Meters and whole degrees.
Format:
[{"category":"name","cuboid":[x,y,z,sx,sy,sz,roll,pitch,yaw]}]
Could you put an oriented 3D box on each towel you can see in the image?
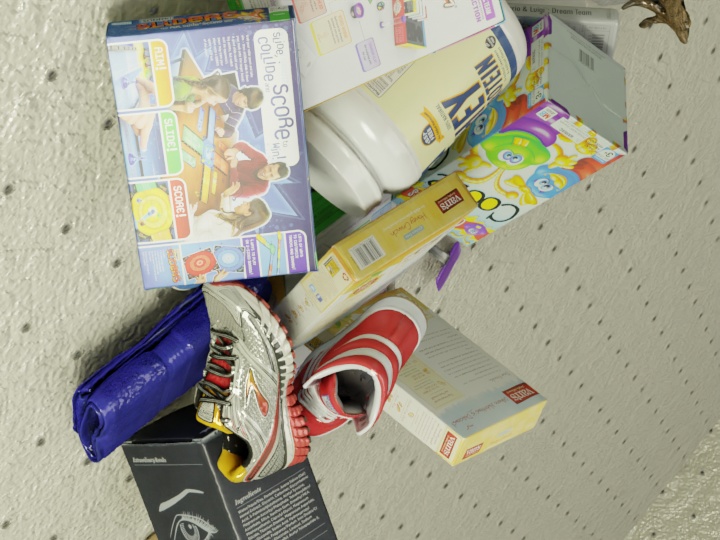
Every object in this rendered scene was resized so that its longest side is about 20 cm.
[{"category":"towel","cuboid":[-0.170,0.078,1.286,0.200,0.050,0.148,-39,171,-25]}]

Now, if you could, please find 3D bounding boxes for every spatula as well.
[{"category":"spatula","cuboid":[0.075,-0.027,1.583,0.057,0.020,0.200,-62,152,-8]}]

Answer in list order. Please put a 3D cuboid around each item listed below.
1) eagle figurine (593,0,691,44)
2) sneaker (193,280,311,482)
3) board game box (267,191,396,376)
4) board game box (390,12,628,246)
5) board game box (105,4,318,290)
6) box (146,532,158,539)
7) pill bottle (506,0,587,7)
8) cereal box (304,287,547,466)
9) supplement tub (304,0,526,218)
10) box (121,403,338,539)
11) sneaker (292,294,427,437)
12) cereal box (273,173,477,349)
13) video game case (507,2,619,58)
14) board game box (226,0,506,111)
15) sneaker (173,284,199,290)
[{"category":"eagle figurine","cuboid":[0.349,-0.349,1.544,0.152,0.150,0.201,-21,-129,61]},{"category":"sneaker","cuboid":[-0.099,0.095,1.218,0.082,0.078,0.201,-27,120,-27]},{"category":"board game box","cuboid":[-0.031,0.003,1.417,0.153,0.040,0.201,-37,149,-27]},{"category":"board game box","cuboid":[0.132,-0.122,1.318,0.105,0.103,0.200,28,140,-30]},{"category":"board game box","cuboid":[-0.105,-0.087,1.062,0.135,0.035,0.201,-6,117,-4]},{"category":"box","cuboid":[-0.167,0.291,1.591,0.200,0.021,0.164,-43,152,-20]},{"category":"pill bottle","cuboid":[0.180,-0.190,1.452,0.111,0.111,0.200,-40,150,-22]},{"category":"cereal box","cuboid":[0.062,0.097,1.394,0.144,0.200,0.040,-15,136,-49]},{"category":"supplement tub","cuboid":[0.026,-0.157,1.214,0.200,0.145,0.145,-47,153,-10]},{"category":"box","cuboid":[-0.115,0.227,1.354,0.104,0.148,0.201,-25,101,-38]},{"category":"sneaker","cuboid":[-0.024,0.111,1.279,0.200,0.071,0.113,-49,-176,42]},{"category":"cereal box","cuboid":[0.000,0.000,1.255,0.144,0.040,0.200,-32,174,-33]},{"category":"video game case","cuboid":[0.140,-0.170,1.373,0.201,0.181,0.024,90,5,-51]},{"category":"board game box","cuboid":[0.000,-0.220,1.083,0.199,0.040,0.154,-25,118,-14]},{"category":"sneaker","cuboid":[-0.114,-0.038,1.175,0.077,0.111,0.201,-30,146,-37]}]
